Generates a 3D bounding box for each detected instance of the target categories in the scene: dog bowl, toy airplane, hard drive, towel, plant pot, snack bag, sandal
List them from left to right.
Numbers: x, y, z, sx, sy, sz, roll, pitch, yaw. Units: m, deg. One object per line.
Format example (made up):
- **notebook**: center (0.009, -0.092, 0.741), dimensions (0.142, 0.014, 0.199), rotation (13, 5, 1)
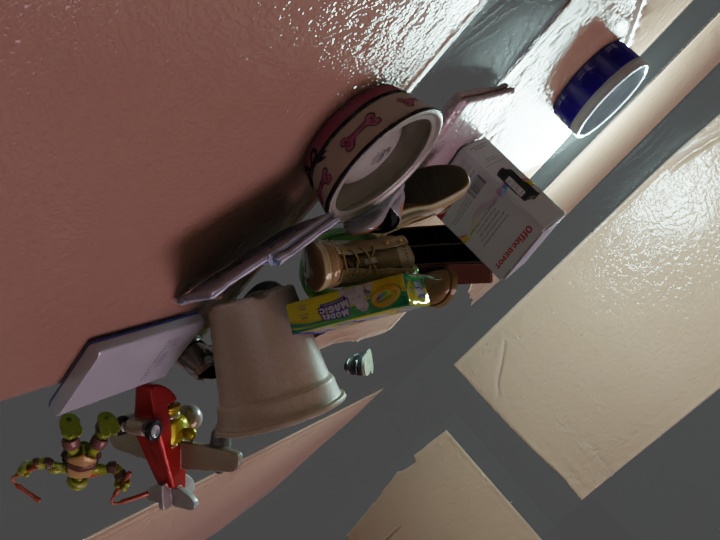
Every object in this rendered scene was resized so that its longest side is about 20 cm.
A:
- **hard drive**: center (-0.318, 0.125, 1.102), dimensions (0.132, 0.025, 0.200), rotation (-50, 164, 26)
- **toy airplane**: center (-0.292, 0.274, 1.257), dimensions (0.199, 0.200, 0.141), rotation (-51, -179, 40)
- **snack bag**: center (-0.137, -0.010, 1.038), dimensions (0.200, 0.021, 0.188), rotation (-35, -169, -23)
- **plant pot**: center (-0.140, 0.124, 1.177), dimensions (0.199, 0.185, 0.200), rotation (-15, -178, 1)
- **dog bowl**: center (0.011, -0.158, 1.049), dimensions (0.200, 0.074, 0.200), rotation (-39, 164, -13)
- **sandal**: center (0.020, -0.078, 1.188), dimensions (0.079, 0.060, 0.207), rotation (-9, -158, 19)
- **towel**: center (0.150, -0.221, 1.310), dimensions (0.191, 0.032, 0.200), rotation (-26, 159, -50)
- **dog bowl**: center (0.502, -0.379, 1.674), dimensions (0.200, 0.079, 0.200), rotation (-39, 166, -12)

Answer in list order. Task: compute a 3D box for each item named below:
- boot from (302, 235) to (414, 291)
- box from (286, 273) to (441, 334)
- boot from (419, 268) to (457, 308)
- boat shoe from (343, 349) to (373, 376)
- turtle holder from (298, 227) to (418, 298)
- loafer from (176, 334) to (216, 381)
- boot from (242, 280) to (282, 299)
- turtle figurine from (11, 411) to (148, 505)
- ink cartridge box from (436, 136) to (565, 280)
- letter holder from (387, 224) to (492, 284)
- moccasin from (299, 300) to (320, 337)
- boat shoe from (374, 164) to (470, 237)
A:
- **boot**: center (0.001, -0.013, 1.102), dimensions (0.154, 0.073, 0.200), rotation (-6, 177, -8)
- **box**: center (0.011, 0.045, 1.107), dimensions (0.199, 0.049, 0.117), rotation (-18, 171, 18)
- **boot**: center (0.047, 0.027, 1.418), dimensions (0.199, 0.067, 0.175), rotation (10, 160, -29)
- **boat shoe**: center (-0.001, 0.265, 2.283), dimensions (0.067, 0.072, 0.200), rotation (-7, 177, 10)
- **turtle holder**: center (-0.007, -0.009, 1.270), dimensions (0.185, 0.142, 0.132), rotation (-24, -168, -5)
- **loafer**: center (-0.249, 0.153, 1.286), dimensions (0.072, 0.063, 0.200), rotation (-40, 165, -4)
- **boot**: center (-0.167, 0.089, 1.325), dimensions (0.201, 0.069, 0.132), rotation (-64, 179, 19)
- **turtle figurine**: center (-0.398, 0.275, 1.171), dimensions (0.199, 0.065, 0.162), rotation (13, 126, -17)
- **ink cartridge box**: center (0.232, -0.106, 1.390), dimensions (0.083, 0.200, 0.146), rotation (-30, 161, -42)
- **letter holder**: center (0.145, -0.035, 1.496), dimensions (0.199, 0.101, 0.142), rotation (-3, 166, 8)
- **moccasin**: center (-0.111, 0.095, 1.478), dimensions (0.201, 0.078, 0.074), rotation (-36, 150, -7)
- **boat shoe**: center (0.085, -0.106, 1.279), dimensions (0.200, 0.074, 0.063), rotation (-25, 147, 14)
